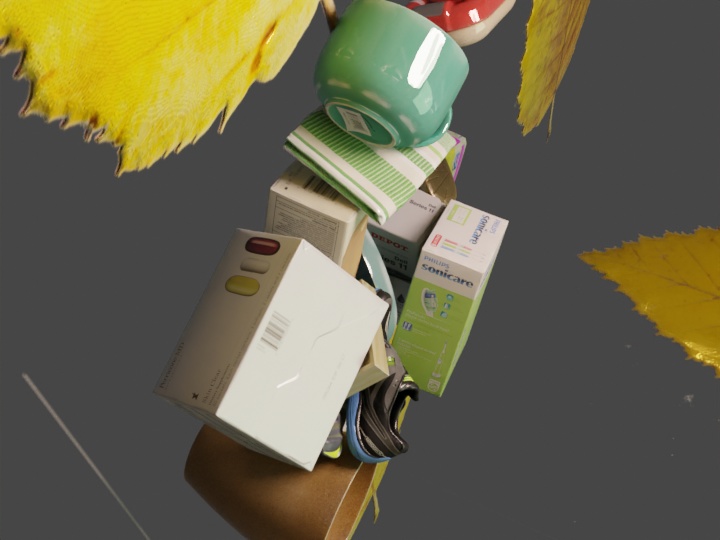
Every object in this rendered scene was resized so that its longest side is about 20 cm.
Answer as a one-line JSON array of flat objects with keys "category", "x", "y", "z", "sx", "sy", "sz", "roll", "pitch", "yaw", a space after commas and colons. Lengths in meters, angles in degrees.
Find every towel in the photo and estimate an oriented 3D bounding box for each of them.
[{"category": "towel", "x": 0.013, "y": -0.147, "z": 1.433, "sx": 0.023, "sy": 0.153, "sz": 0.200, "roll": -52, "pitch": 180, "yaw": 42}]

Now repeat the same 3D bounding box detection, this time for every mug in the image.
[{"category": "mug", "x": 0.038, "y": -0.196, "z": 1.365, "sx": 0.114, "sy": 0.185, "sz": 0.152, "roll": -61, "pitch": -161, "yaw": -14}]

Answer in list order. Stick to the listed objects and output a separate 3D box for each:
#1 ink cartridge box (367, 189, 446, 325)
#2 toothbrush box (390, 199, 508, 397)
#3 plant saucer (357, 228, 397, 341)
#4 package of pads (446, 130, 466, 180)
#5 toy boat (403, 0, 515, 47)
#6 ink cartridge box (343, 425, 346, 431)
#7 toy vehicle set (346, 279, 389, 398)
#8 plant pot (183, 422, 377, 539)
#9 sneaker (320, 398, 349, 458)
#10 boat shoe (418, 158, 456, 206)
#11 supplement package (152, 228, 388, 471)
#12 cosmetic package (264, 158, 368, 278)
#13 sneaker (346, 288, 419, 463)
[{"category": "ink cartridge box", "x": 0.027, "y": -0.031, "z": 1.687, "sx": 0.083, "sy": 0.147, "sz": 0.200, "roll": -56, "pitch": 162, "yaw": -33}, {"category": "toothbrush box", "x": 0.108, "y": 0.035, "z": 1.591, "sx": 0.146, "sy": 0.086, "sz": 0.200, "roll": -57, "pitch": 167, "yaw": -56}, {"category": "plant saucer", "x": 0.000, "y": 0.000, "z": 1.566, "sx": 0.027, "sy": 0.200, "sz": 0.200, "roll": -22, "pitch": 152, "yaw": -13}, {"category": "package of pads", "x": 0.099, "y": -0.119, "z": 2.019, "sx": 0.155, "sy": 0.068, "sz": 0.200, "roll": -41, "pitch": 151, "yaw": -65}, {"category": "toy boat", "x": 0.117, "y": -0.370, "z": 1.596, "sx": 0.200, "sy": 0.130, "sz": 0.131, "roll": -52, "pitch": 131, "yaw": -50}, {"category": "ink cartridge box", "x": -0.071, "y": 0.171, "z": 1.598, "sx": 0.200, "sy": 0.109, "sz": 0.050, "roll": -35, "pitch": -155, "yaw": 5}, {"category": "toy vehicle set", "x": -0.062, "y": 0.106, "z": 1.414, "sx": 0.027, "sy": 0.200, "sz": 0.124, "roll": 39, "pitch": 31, "yaw": -40}, {"category": "plant pot", "x": -0.103, "y": 0.253, "z": 1.504, "sx": 0.186, "sy": 0.200, "sz": 0.186, "roll": 22, "pitch": 90, "yaw": -77}, {"category": "sneaker", "x": -0.044, "y": 0.146, "z": 1.453, "sx": 0.200, "sy": 0.074, "sz": 0.081, "roll": -86, "pitch": -169, "yaw": -64}, {"category": "boat shoe", "x": 0.070, "y": -0.165, "z": 1.686, "sx": 0.072, "sy": 0.201, "sz": 0.066, "roll": 6, "pitch": 150, "yaw": -43}, {"category": "supplement package", "x": -0.092, "y": 0.082, "z": 1.316, "sx": 0.156, "sy": 0.111, "sz": 0.200, "roll": 38, "pitch": 70, "yaw": -41}, {"category": "cosmetic package", "x": -0.056, "y": -0.019, "z": 1.456, "sx": 0.071, "sy": 0.105, "sz": 0.200, "roll": -53, "pitch": 163, "yaw": -44}, {"category": "sneaker", "x": 0.028, "y": 0.120, "z": 1.432, "sx": 0.071, "sy": 0.083, "sz": 0.200, "roll": 38, "pitch": 49, "yaw": -66}]
